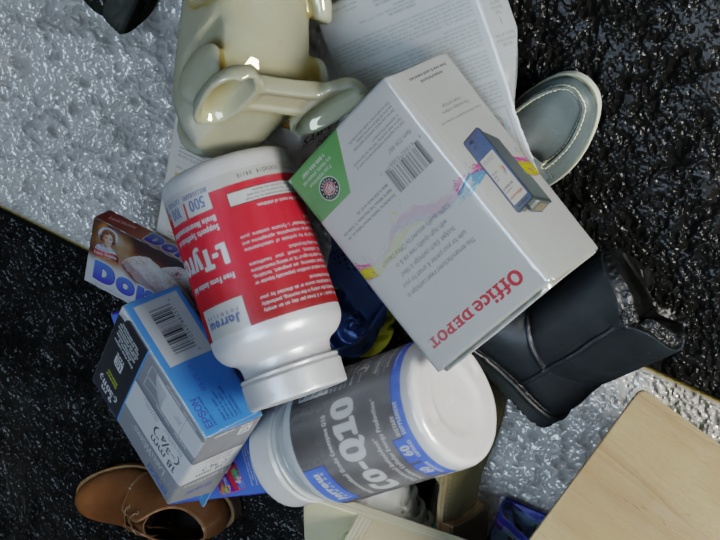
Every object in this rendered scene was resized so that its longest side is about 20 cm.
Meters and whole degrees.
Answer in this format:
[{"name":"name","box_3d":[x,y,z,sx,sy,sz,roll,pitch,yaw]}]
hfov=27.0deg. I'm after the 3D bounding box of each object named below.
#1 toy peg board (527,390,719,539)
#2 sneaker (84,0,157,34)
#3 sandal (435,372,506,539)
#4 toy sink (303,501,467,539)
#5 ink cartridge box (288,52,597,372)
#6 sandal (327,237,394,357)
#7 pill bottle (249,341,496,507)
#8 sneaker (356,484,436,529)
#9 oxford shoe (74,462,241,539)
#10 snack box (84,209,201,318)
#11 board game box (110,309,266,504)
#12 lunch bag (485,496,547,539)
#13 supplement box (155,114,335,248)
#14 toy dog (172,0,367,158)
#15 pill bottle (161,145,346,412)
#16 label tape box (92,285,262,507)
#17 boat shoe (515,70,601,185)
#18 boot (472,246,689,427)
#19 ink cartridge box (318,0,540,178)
[{"name":"toy peg board","box_3d":[0.253,0.236,1.240,0.200,0.098,0.199,36,92,9]},{"name":"sneaker","box_3d":[-0.205,-0.311,1.292,0.114,0.076,0.200,37,129,1]},{"name":"sandal","box_3d":[0.077,0.166,1.355,0.070,0.078,0.212,19,113,39]},{"name":"toy sink","box_3d":[0.022,0.302,1.335,0.199,0.112,0.131,17,134,17]},{"name":"ink cartridge box","box_3d":[0.063,-0.043,1.170,0.200,0.087,0.145,53,131,7]},{"name":"sandal","box_3d":[0.000,0.000,1.317,0.079,0.087,0.201,18,117,22]},{"name":"pill bottle","box_3d":[0.006,0.135,1.280,0.200,0.114,0.114,-23,100,38]},{"name":"sneaker","box_3d":[0.052,0.244,1.407,0.088,0.075,0.200,5,124,28]},{"name":"oxford shoe","box_3d":[-0.225,0.246,1.554,0.199,0.071,0.072,-2,112,30]},{"name":"snack box","box_3d":[-0.160,0.018,1.356,0.200,0.024,0.072,26,124,17]},{"name":"board game box","box_3d":[-0.152,0.121,1.459,0.134,0.045,0.201,-11,99,31]},{"name":"lunch bag","box_3d":[0.176,0.312,1.369,0.200,0.094,0.151,28,124,28]},{"name":"supplement box","box_3d":[-0.107,-0.069,1.348,0.126,0.074,0.200,26,122,17]},{"name":"toy dog","box_3d":[-0.095,-0.205,1.225,0.194,0.139,0.201,-41,55,57]},{"name":"pill bottle","box_3d":[-0.082,0.009,1.227,0.112,0.112,0.201,-23,83,33]},{"name":"label tape box","box_3d":[-0.177,0.129,1.358,0.144,0.063,0.200,55,144,18]},{"name":"boat shoe","box_3d":[0.119,-0.083,1.230,0.073,0.062,0.200,49,124,3]},{"name":"boot","box_3d":[0.154,0.024,1.249,0.200,0.076,0.168,45,128,-5]},{"name":"ink cartridge box","box_3d":[0.063,-0.146,1.216,0.160,0.047,0.201,-15,98,40]}]
